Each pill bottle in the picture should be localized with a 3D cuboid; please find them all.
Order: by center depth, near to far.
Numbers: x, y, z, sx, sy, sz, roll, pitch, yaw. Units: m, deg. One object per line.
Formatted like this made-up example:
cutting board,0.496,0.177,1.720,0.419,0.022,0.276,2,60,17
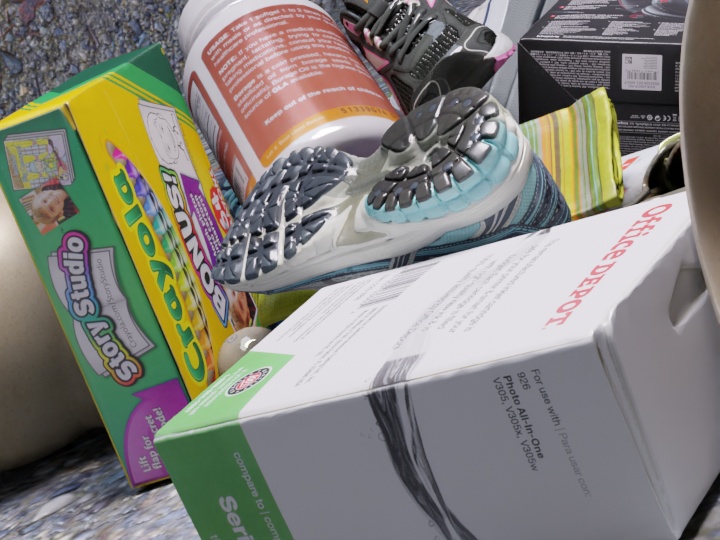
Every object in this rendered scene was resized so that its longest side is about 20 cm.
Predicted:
pill bottle,-0.045,-0.102,1.046,0.112,0.112,0.200,-25,48,-6

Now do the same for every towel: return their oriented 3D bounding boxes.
towel,0.038,-0.032,0.850,0.200,0.018,0.086,-19,36,18

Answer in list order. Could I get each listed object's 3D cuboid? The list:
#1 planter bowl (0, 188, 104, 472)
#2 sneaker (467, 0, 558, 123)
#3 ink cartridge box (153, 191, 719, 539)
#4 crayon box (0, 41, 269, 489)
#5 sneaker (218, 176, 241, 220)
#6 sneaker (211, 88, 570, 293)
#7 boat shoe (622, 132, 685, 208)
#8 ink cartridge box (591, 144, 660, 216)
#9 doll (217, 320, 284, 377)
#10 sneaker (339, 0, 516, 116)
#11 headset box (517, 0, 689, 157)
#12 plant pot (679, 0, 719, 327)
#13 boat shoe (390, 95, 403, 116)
planter bowl,-0.203,0.029,0.991,0.134,0.201,0.200,3,17,7
sneaker,0.082,-0.110,1.085,0.071,0.073,0.200,-38,20,55
ink cartridge box,0.045,0.049,0.646,0.200,0.084,0.146,-15,15,35
crayon box,-0.117,-0.010,0.909,0.058,0.200,0.173,-18,14,13
sneaker,-0.067,-0.033,1.144,0.077,0.086,0.200,-31,7,-6
sneaker,0.010,-0.012,0.780,0.200,0.086,0.078,-14,43,46
boat shoe,0.174,-0.039,0.823,0.072,0.060,0.202,-19,13,28
ink cartridge box,0.064,-0.002,0.900,0.200,0.050,0.162,-12,17,34
doll,0.000,0.000,0.906,0.200,0.048,0.136,-45,15,-21
sneaker,0.026,-0.142,1.016,0.080,0.086,0.200,-50,18,3
headset box,0.192,-0.130,1.032,0.148,0.075,0.200,4,22,18
plant pot,0.230,-0.038,0.520,0.199,0.188,0.187,-11,11,-10
boat shoe,0.098,-0.093,1.161,0.074,0.067,0.200,-40,32,-10
